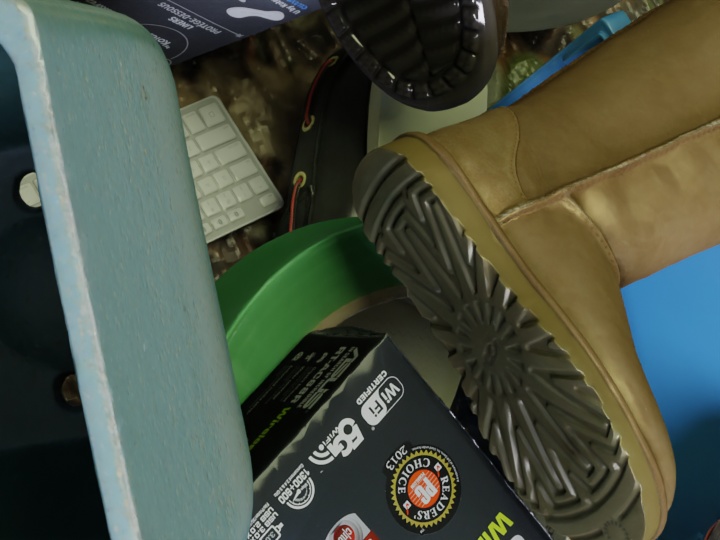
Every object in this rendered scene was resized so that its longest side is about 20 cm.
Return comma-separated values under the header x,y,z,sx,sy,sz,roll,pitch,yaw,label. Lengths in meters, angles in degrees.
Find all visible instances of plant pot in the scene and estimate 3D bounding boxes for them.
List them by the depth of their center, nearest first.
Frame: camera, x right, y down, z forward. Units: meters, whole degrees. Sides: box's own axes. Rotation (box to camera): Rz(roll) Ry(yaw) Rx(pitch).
x,y,z,sx,sy,sz,roll,pitch,yaw,label
-0.133,0.022,0.813,0.200,0.195,0.198,-25,104,-71,plant pot

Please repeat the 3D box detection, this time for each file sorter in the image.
x,y,z,sx,sy,sz,roll,pitch,yaw,label
0.153,-0.008,1.072,0.122,0.139,0.201,-27,84,-36,file sorter

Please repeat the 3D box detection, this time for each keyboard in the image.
x,y,z,sx,sy,sz,roll,pitch,yaw,label
-0.119,-0.012,1.001,0.199,0.011,0.057,-27,84,-34,keyboard

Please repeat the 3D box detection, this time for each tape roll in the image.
x,y,z,sx,sy,sz,roll,pitch,yaw,label
0.013,0.080,0.974,0.199,0.048,0.202,0,89,-29,tape roll

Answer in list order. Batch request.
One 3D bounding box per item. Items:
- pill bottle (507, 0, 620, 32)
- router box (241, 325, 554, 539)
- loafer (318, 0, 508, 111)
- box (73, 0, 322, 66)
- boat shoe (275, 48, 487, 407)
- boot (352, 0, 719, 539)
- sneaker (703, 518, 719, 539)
x,y,z,sx,sy,sz,roll,pitch,yaw,label
0.064,-0.215,1.124,0.109,0.109,0.202,4,68,-27,pill bottle
-0.021,0.142,0.893,0.200,0.062,0.150,-47,111,-21,router box
0.015,-0.161,0.978,0.071,0.073,0.202,-19,92,-57,loafer
-0.095,-0.198,1.007,0.132,0.114,0.202,23,56,-49,box
0.002,0.001,1.033,0.073,0.063,0.203,18,76,-34,boat shoe
0.117,-0.011,0.925,0.199,0.066,0.176,-24,79,-33,boot
0.119,0.171,0.988,0.200,0.087,0.074,-42,73,-11,sneaker
